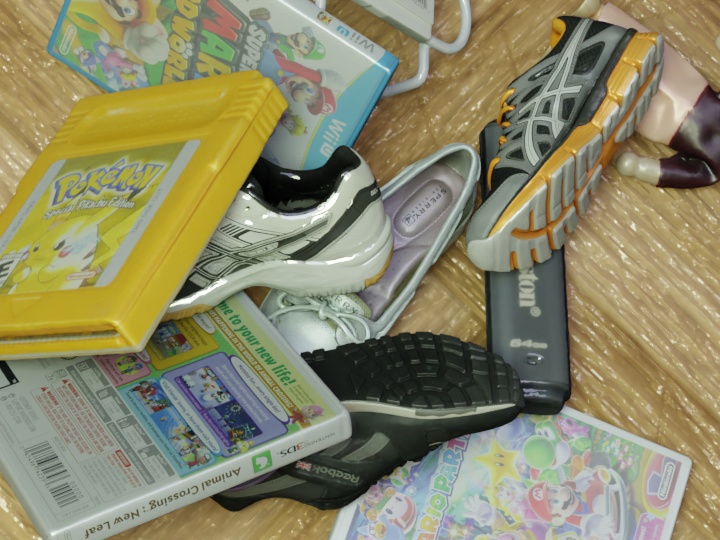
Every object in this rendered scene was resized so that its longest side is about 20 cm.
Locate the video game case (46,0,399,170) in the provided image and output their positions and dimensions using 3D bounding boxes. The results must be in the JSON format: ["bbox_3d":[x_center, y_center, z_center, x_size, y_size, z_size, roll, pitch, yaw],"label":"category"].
[{"bbox_3d":[-0.088,-0.131,1.359,0.199,0.143,0.018,33,45,1],"label":"video game case"}]

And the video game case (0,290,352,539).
[{"bbox_3d":[-0.128,0.070,1.274,0.181,0.022,0.200,-21,36,-19],"label":"video game case"}]

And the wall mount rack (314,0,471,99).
[{"bbox_3d":[-0.010,-0.211,1.416,0.199,0.074,0.175,26,59,-50],"label":"wall mount rack"}]

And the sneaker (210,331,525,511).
[{"bbox_3d":[-0.002,0.095,1.318,0.198,0.088,0.076,-5,34,-1],"label":"sneaker"}]

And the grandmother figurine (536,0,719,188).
[{"bbox_3d":[0.216,-0.104,1.470,0.200,0.061,0.122,38,93,0],"label":"grandmother figurine"}]

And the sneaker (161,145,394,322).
[{"bbox_3d":[-0.082,-0.029,1.311,0.198,0.088,0.076,-10,36,0],"label":"sneaker"}]

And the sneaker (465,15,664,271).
[{"bbox_3d":[0.115,-0.081,1.391,0.077,0.079,0.200,26,59,19],"label":"sneaker"}]

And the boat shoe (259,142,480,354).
[{"bbox_3d":[0.002,0.001,1.368,0.074,0.065,0.202,43,70,6],"label":"boat shoe"}]

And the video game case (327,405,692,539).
[{"bbox_3d":[0.093,0.143,1.362,0.198,0.018,0.144,23,66,-4],"label":"video game case"}]

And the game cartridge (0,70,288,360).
[{"bbox_3d":[-0.147,-0.033,1.287,0.032,0.175,0.201,51,51,-33],"label":"game cartridge"}]

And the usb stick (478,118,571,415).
[{"bbox_3d":[0.104,-0.006,1.405,0.055,0.033,0.202,7,62,-14],"label":"usb stick"}]
